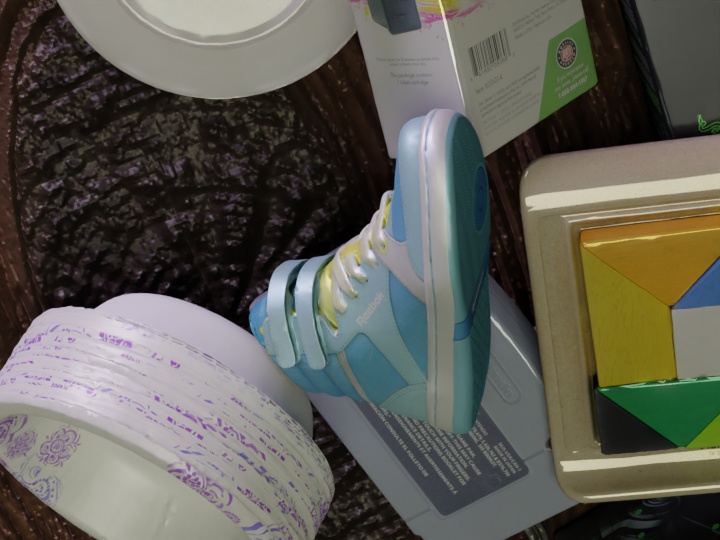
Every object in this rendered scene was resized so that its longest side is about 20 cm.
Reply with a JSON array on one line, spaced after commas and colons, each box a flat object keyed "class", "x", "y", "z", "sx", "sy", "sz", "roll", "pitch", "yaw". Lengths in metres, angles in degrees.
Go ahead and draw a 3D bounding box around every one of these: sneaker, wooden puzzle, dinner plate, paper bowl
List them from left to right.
[{"class": "paper bowl", "x": -0.107, "y": 0.091, "z": 1.026, "sx": 0.200, "sy": 0.200, "sz": 0.105, "roll": 34, "pitch": 63, "yaw": -13}, {"class": "dinner plate", "x": -0.080, "y": -0.189, "z": 0.993, "sx": 0.198, "sy": 0.024, "sz": 0.202, "roll": -1, "pitch": 111, "yaw": -2}, {"class": "sneaker", "x": 0.000, "y": 0.000, "z": 0.947, "sx": 0.129, "sy": 0.080, "sz": 0.201, "roll": 8, "pitch": 130, "yaw": 14}, {"class": "wooden puzzle", "x": 0.185, "y": 0.029, "z": 0.964, "sx": 0.183, "sy": 0.037, "sz": 0.202, "roll": -6, "pitch": 112, "yaw": 9}]

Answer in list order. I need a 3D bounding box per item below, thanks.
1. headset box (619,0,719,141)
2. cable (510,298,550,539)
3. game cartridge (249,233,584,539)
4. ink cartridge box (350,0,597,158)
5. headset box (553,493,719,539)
[{"class": "headset box", "x": 0.224, "y": -0.161, "z": 0.966, "sx": 0.173, "sy": 0.093, "sz": 0.201, "roll": -17, "pitch": 111, "yaw": 6}, {"class": "cable", "x": 0.073, "y": 0.106, "z": 1.094, "sx": 0.096, "sy": 0.050, "sz": 0.202, "roll": -1, "pitch": 109, "yaw": 1}, {"class": "game cartridge", "x": 0.044, "y": 0.067, "z": 1.047, "sx": 0.133, "sy": 0.041, "sz": 0.201, "roll": -29, "pitch": 105, "yaw": 32}, {"class": "ink cartridge box", "x": 0.049, "y": -0.172, "z": 0.949, "sx": 0.067, "sy": 0.117, "sz": 0.202, "roll": 6, "pitch": 118, "yaw": 42}, {"class": "headset box", "x": 0.216, "y": 0.186, "z": 1.063, "sx": 0.199, "sy": 0.174, "sz": 0.093, "roll": -32, "pitch": 108, "yaw": 10}]
